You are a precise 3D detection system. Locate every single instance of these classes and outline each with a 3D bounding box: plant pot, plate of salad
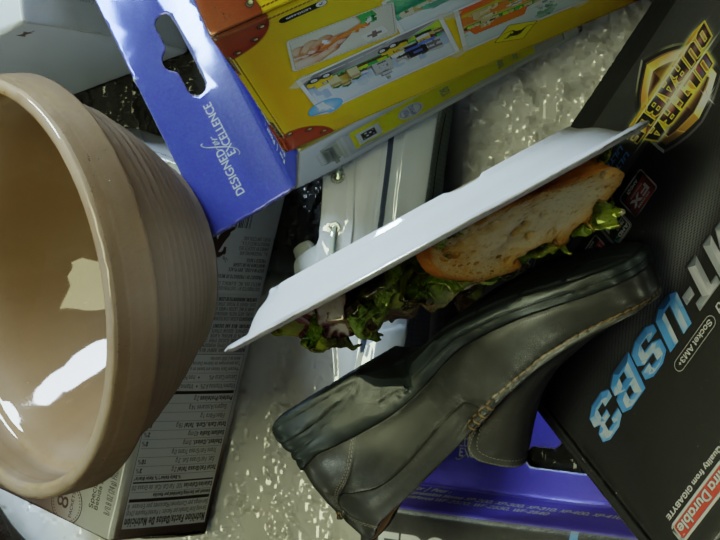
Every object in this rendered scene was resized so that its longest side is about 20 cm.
[{"bbox_3d":[-0.132,0.003,1.027,0.201,0.093,0.201,17,112,51],"label":"plant pot"},{"bbox_3d":[0.036,-0.006,0.896,0.200,0.200,0.048,-29,91,34],"label":"plate of salad"}]

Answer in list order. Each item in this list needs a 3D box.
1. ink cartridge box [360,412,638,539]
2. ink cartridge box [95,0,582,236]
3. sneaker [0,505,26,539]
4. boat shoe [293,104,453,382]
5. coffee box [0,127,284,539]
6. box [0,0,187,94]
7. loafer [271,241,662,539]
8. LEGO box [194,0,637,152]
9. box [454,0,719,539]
[{"bbox_3d":[0.085,0.161,0.998,0.198,0.043,0.200,2,88,38],"label":"ink cartridge box"},{"bbox_3d":[-0.027,-0.147,1.039,0.200,0.047,0.198,-28,66,-1],"label":"ink cartridge box"},{"bbox_3d":[-0.234,0.170,1.217,0.200,0.073,0.085,45,120,17],"label":"sneaker"},{"bbox_3d":[0.000,0.000,1.048,0.067,0.074,0.200,7,80,11],"label":"boat shoe"},{"bbox_3d":[-0.124,0.031,1.144,0.113,0.080,0.200,20,100,36],"label":"coffee box"},{"bbox_3d":[-0.181,-0.208,1.173,0.097,0.124,0.200,-16,78,37],"label":"box"},{"bbox_3d":[0.056,0.052,0.943,0.200,0.073,0.072,-31,90,34],"label":"loafer"},{"bbox_3d":[0.030,-0.143,0.918,0.200,0.149,0.077,-23,72,3],"label":"LEGO box"},{"bbox_3d":[0.151,0.000,0.923,0.200,0.050,0.199,-56,43,21],"label":"box"}]
